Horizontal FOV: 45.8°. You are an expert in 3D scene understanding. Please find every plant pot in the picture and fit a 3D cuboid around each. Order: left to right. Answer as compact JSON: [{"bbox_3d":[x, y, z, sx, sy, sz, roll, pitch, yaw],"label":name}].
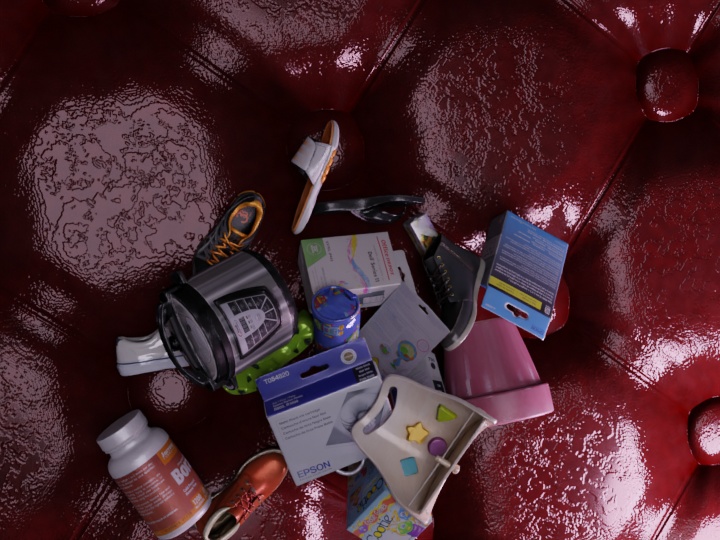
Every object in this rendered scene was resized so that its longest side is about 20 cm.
[{"bbox_3d":[0.229,0.183,1.527,0.199,0.200,0.180,-9,80,-14],"label":"plant pot"}]

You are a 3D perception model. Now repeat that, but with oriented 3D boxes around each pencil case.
[{"bbox_3d":[-0.035,0.107,1.436,0.087,0.201,0.078,-37,60,-23],"label":"pencil case"}]

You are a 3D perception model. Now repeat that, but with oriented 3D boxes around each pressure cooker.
[{"bbox_3d":[-0.219,0.083,1.349,0.199,0.179,0.176,-29,57,-29],"label":"pressure cooker"}]

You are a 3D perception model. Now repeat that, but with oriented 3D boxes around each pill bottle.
[{"bbox_3d":[-0.345,0.336,1.415,0.112,0.112,0.201,-35,102,-10],"label":"pill bottle"}]

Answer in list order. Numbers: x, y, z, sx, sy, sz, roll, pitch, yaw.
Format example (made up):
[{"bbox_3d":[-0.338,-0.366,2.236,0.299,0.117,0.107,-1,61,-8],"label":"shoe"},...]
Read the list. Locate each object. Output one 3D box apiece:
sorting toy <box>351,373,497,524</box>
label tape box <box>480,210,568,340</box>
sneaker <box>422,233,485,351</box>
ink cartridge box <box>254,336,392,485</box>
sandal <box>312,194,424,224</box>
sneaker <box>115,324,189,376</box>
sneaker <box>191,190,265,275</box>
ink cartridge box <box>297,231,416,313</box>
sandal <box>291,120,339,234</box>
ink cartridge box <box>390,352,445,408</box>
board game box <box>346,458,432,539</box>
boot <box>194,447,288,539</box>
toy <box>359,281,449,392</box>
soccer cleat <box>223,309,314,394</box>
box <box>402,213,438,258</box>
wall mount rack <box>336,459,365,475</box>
[{"bbox_3d":[0.087,0.263,1.369,0.180,0.107,0.201,34,94,1],"label":"sorting toy"},{"bbox_3d":[0.286,0.013,1.551,0.143,0.066,0.201,27,67,-16],"label":"label tape box"},{"bbox_3d":[0.145,0.038,1.478,0.106,0.075,0.201,32,52,-19],"label":"sneaker"},{"bbox_3d":[-0.050,0.235,1.403,0.198,0.041,0.201,-21,111,-3],"label":"ink cartridge box"},{"bbox_3d":[0.015,-0.103,1.502,0.199,0.075,0.048,-6,90,-5],"label":"sandal"},{"bbox_3d":[-0.312,0.123,1.429,0.199,0.073,0.071,-11,100,-13],"label":"sneaker"},{"bbox_3d":[-0.224,-0.046,1.439,0.078,0.077,0.201,27,88,-16],"label":"sneaker"},{"bbox_3d":[0.000,0.000,1.478,0.199,0.067,0.118,-6,57,-15],"label":"ink cartridge box"},{"bbox_3d":[-0.094,-0.167,1.464,0.059,0.079,0.208,20,91,-18],"label":"sandal"},{"bbox_3d":[0.101,0.218,1.500,0.039,0.099,0.201,14,52,-44],"label":"ink cartridge box"},{"bbox_3d":[0.047,0.371,1.463,0.103,0.200,0.105,36,110,-14],"label":"board game box"},{"bbox_3d":[-0.196,0.391,1.463,0.200,0.107,0.075,-41,101,-10],"label":"boot"},{"bbox_3d":[0.067,0.117,1.490,0.115,0.047,0.200,47,123,9],"label":"toy"},{"bbox_3d":[-0.157,0.144,1.478,0.200,0.081,0.068,-37,109,13],"label":"soccer cleat"},{"bbox_3d":[0.146,-0.011,1.557,0.039,0.041,0.201,-33,102,-13],"label":"box"},{"bbox_3d":[-0.052,0.254,1.498,0.174,0.075,0.200,-45,89,-4],"label":"wall mount rack"}]
